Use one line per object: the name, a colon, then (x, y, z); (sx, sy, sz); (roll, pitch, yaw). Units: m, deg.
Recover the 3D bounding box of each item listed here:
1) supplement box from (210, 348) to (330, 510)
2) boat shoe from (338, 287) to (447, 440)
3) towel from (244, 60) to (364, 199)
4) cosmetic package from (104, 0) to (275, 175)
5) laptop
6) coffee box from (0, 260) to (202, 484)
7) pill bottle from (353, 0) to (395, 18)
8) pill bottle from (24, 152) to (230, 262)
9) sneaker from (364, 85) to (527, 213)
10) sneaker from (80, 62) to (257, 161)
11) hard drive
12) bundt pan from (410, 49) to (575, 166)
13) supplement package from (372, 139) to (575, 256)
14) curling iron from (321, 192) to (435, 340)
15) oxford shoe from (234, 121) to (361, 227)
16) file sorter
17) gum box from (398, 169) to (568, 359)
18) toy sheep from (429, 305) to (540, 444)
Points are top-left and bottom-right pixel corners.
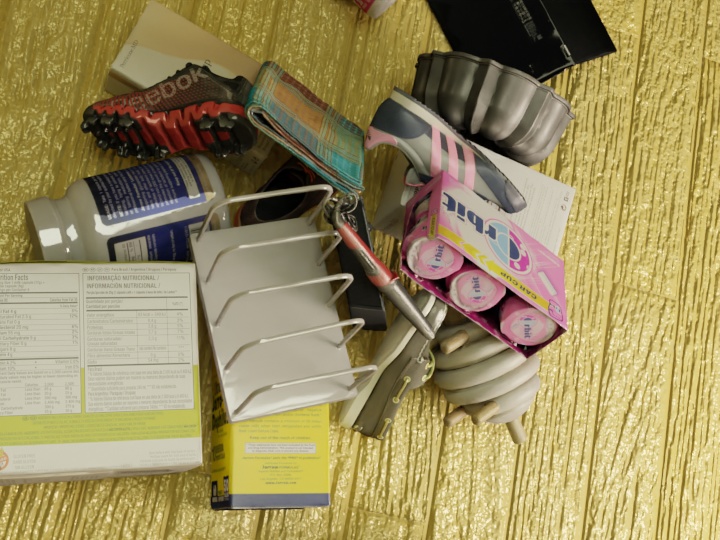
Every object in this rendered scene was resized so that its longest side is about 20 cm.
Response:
supplement box: (-0.099, 0.155, 1.226); (0.109, 0.109, 0.202); (3, 76, -18)
boat shoe: (0.046, 0.105, 1.257); (0.060, 0.202, 0.072); (28, 27, -8)
towel: (-0.054, -0.156, 1.208); (0.146, 0.200, 0.022); (37, 110, -14)
cosmetic package: (-0.179, -0.208, 1.299); (0.199, 0.071, 0.106); (28, 71, -11)
laptop: (0.211, -0.330, 1.492); (0.199, 0.116, 0.188); (-28, 87, 7)
coffee box: (-0.271, 0.105, 1.130); (0.198, 0.200, 0.199); (-1, 78, -17)
pill bottle: (-0.016, -0.415, 1.378); (0.200, 0.113, 0.113); (44, 69, -4)
pill bottle: (-0.249, -0.051, 1.218); (0.199, 0.116, 0.117); (-15, 83, -21)
sneaker: (0.092, -0.113, 1.265); (0.200, 0.070, 0.082); (38, 95, -8)
sneaker: (-0.199, -0.172, 1.216); (0.199, 0.071, 0.098); (0, 56, 14)
hard drive: (0.000, 0.000, 1.252); (0.042, 0.200, 0.136); (-11, 82, 0)
bundt pan: (0.146, -0.181, 1.343); (0.201, 0.202, 0.076); (23, 83, -12)
supplement package: (0.133, -0.074, 1.353); (0.199, 0.114, 0.110); (22, 72, -11)
curling iron: (0.024, -0.001, 1.138); (0.200, 0.025, 0.050); (52, 38, -28)
oxford shoe: (-0.059, -0.107, 1.316); (0.071, 0.073, 0.200); (44, 68, -4)
file sorter: (-0.076, 0.032, 1.138); (0.138, 0.125, 0.201); (-10, 76, -20)
gum box: (0.131, -0.009, 1.234); (0.199, 0.066, 0.114); (35, 36, -21)
toy sheep: (0.143, 0.110, 1.309); (0.137, 0.138, 0.201); (-25, 101, -22)
